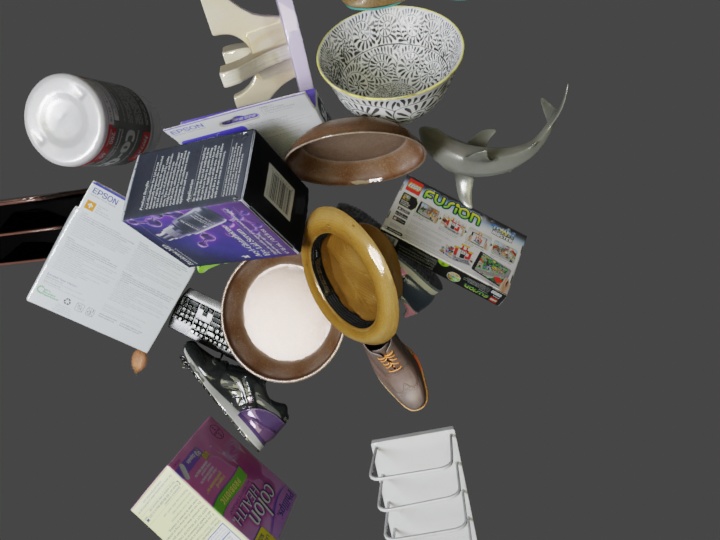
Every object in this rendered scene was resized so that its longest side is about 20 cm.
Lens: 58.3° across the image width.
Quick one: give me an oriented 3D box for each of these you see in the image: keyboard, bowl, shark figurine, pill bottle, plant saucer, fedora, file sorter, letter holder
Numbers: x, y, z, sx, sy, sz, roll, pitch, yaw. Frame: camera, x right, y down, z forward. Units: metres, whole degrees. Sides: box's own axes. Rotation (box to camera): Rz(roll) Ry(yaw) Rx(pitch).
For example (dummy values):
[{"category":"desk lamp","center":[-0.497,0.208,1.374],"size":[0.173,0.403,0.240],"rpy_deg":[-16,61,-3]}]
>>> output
[{"category":"keyboard","center":[-0.218,0.124,1.035],"size":[0.196,0.021,0.130],"rpy_deg":[25,102,4]},{"category":"bowl","center":[0.043,-0.261,0.880],"size":[0.195,0.205,0.095],"rpy_deg":[0,142,7]},{"category":"shark figurine","center":[0.189,-0.168,0.888],"size":[0.209,0.089,0.132],"rpy_deg":[-13,83,14]},{"category":"pill bottle","center":[-0.363,-0.206,0.906],"size":[0.111,0.200,0.117],"rpy_deg":[1,100,7]},{"category":"plant saucer","center":[-0.114,0.066,0.984],"size":[0.194,0.037,0.207],"rpy_deg":[0,89,9]},{"category":"fedora","center":[0.000,0.000,0.889],"size":[0.199,0.081,0.205],"rpy_deg":[29,132,38]},{"category":"plant saucer","center":[-0.008,-0.163,0.878],"size":[0.195,0.200,0.038],"rpy_deg":[-7,79,8]},{"category":"file sorter","center":[0.097,0.367,0.982],"size":[0.135,0.125,0.206],"rpy_deg":[-12,97,9]},{"category":"letter holder","center":[-0.530,-0.059,0.983],"size":[0.194,0.142,0.104],"rpy_deg":[-6,99,8]}]

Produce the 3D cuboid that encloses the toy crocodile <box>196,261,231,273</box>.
[{"category":"toy crocodile","center":[-0.170,-0.066,0.971],"size":[0.199,0.062,0.068],"rpy_deg":[-39,52,5]}]

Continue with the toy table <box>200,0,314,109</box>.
[{"category":"toy table","center":[-0.135,-0.300,0.883],"size":[0.114,0.184,0.205],"rpy_deg":[-16,109,-2]}]

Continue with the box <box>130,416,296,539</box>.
[{"category":"box","center":[-0.216,0.357,0.994],"size":[0.200,0.176,0.097],"rpy_deg":[43,103,-1]}]

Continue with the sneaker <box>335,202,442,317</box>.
[{"category":"sneaker","center":[0.025,-0.012,0.957],"size":[0.199,0.070,0.082],"rpy_deg":[43,114,6]}]

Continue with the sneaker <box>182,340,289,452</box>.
[{"category":"sneaker","center":[-0.192,0.176,1.008],"size":[0.087,0.076,0.201],"rpy_deg":[-40,87,-16]}]

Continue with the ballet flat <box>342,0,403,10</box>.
[{"category":"ballet flat","center":[0.067,-0.403,0.877],"size":[0.194,0.073,0.070],"rpy_deg":[1,65,7]}]

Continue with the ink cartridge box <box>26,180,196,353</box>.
[{"category":"ink cartridge box","center":[-0.361,-0.004,0.974],"size":[0.197,0.041,0.203],"rpy_deg":[31,94,-28]}]

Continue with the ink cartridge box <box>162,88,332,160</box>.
[{"category":"ink cartridge box","center":[-0.138,-0.188,0.883],"size":[0.193,0.200,0.045],"rpy_deg":[-12,75,9]}]

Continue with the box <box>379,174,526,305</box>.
[{"category":"box","center":[0.131,-0.045,0.920],"size":[0.197,0.035,0.111],"rpy_deg":[28,59,2]}]

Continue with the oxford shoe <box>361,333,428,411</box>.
[{"category":"oxford shoe","center":[0.039,0.131,0.975],"size":[0.070,0.073,0.203],"rpy_deg":[-31,95,11]}]

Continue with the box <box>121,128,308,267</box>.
[{"category":"box","center":[-0.190,-0.089,0.864],"size":[0.195,0.148,0.107],"rpy_deg":[-7,63,25]}]
